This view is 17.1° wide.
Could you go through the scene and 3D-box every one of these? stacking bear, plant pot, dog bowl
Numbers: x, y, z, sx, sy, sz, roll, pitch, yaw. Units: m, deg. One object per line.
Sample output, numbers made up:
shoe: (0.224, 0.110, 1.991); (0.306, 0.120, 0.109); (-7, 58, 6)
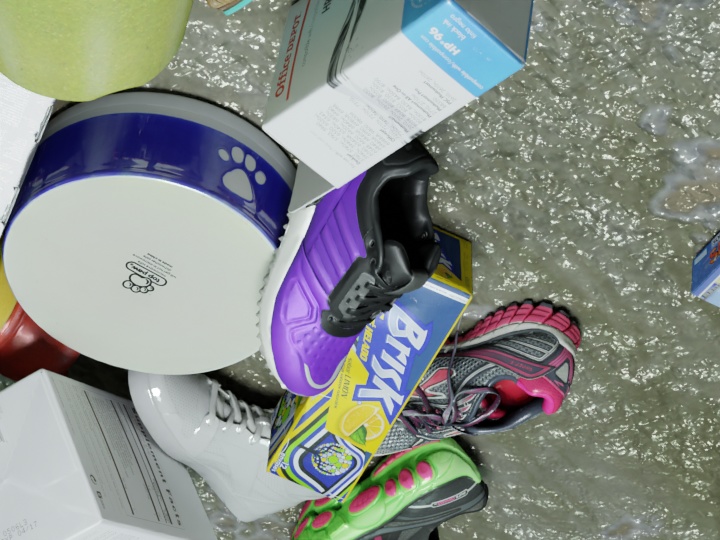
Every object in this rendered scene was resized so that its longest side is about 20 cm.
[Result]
stacking bear: (-0.280, 0.015, 1.666); (0.200, 0.122, 0.114); (31, 142, -34)
plant pot: (-0.162, -0.200, 1.366); (0.200, 0.201, 0.184); (10, 148, 0)
dog bowl: (-0.138, -0.022, 1.610); (0.199, 0.079, 0.200); (5, 137, 5)

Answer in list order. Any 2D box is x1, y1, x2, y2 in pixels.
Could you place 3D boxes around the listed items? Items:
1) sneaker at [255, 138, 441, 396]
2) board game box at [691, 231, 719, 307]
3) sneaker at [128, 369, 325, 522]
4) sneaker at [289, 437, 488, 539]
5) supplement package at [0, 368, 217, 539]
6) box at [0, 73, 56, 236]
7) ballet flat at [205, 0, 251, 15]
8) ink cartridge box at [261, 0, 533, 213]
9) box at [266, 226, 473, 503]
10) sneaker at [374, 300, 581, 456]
sneaker: (0.000, 0.000, 1.534); (0.099, 0.069, 0.201); (28, 113, 36)
board game box: (0.339, 0.006, 1.579); (0.200, 0.035, 0.135); (25, 135, -15)
sneaker: (-0.078, 0.109, 1.752); (0.115, 0.074, 0.200); (-16, 141, 23)
sneaker: (0.016, 0.197, 1.817); (0.084, 0.077, 0.200); (40, 131, -23)
supplement package: (-0.207, 0.162, 1.687); (0.121, 0.120, 0.200); (-29, 160, 12)
box: (-0.302, -0.110, 1.526); (0.199, 0.044, 0.161); (21, 108, -11)
ballet flat: (-0.028, -0.219, 1.403); (0.200, 0.068, 0.072); (-23, 109, 36)
ink cartridge box: (0.010, -0.131, 1.439); (0.068, 0.116, 0.200); (38, 130, -26)
box: (0.005, 0.060, 1.646); (0.064, 0.070, 0.200); (22, 121, -13)
sneaker: (0.063, 0.088, 1.693); (0.200, 0.075, 0.081); (-27, 125, 34)
